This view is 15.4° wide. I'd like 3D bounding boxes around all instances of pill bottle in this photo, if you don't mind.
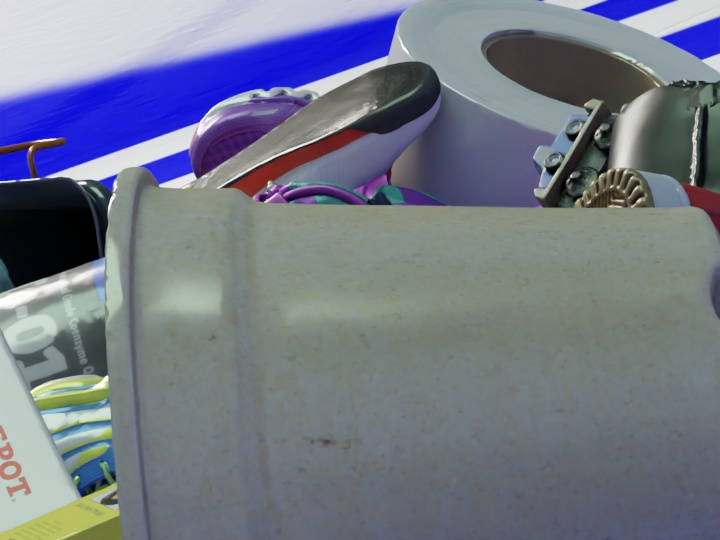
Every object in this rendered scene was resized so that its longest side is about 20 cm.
[{"bbox_3d":[-0.128,0.053,1.315,0.199,0.114,0.114,-19,9,-1],"label":"pill bottle"}]

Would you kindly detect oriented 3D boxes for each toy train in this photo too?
[{"bbox_3d":[0.068,0.004,1.182,0.046,0.034,0.200,12,60,45],"label":"toy train"}]

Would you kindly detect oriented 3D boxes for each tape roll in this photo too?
[{"bbox_3d":[0.107,-0.076,1.421,0.202,0.071,0.203,12,25,-6],"label":"tape roll"}]

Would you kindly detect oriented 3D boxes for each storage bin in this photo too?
[{"bbox_3d":[-0.151,-0.005,1.521,0.134,0.146,0.200,-11,5,-41],"label":"storage bin"}]

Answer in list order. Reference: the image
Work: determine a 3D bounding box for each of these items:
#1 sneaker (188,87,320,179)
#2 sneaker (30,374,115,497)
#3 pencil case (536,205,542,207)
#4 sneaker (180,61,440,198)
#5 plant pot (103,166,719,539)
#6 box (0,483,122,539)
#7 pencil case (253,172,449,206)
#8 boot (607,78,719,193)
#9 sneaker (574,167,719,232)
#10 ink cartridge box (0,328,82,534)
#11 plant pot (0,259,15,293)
[{"bbox_3d":[0.000,-0.030,1.443,0.089,0.200,0.081,-80,16,-61],"label":"sneaker"},{"bbox_3d":[-0.093,0.081,1.207,0.199,0.076,0.105,-20,10,-13],"label":"sneaker"},{"bbox_3d":[0.146,-0.009,1.230,0.199,0.089,0.088,-17,9,10],"label":"pencil case"},{"bbox_3d":[-0.018,-0.021,1.380,0.201,0.108,0.067,-30,20,22],"label":"sneaker"},{"bbox_3d":[0.027,0.057,0.833,0.183,0.201,0.200,-6,10,3],"label":"plant pot"},{"bbox_3d":[-0.086,0.119,0.979,0.200,0.075,0.050,-21,12,-22],"label":"box"},{"bbox_3d":[0.000,0.000,1.223,0.085,0.093,0.200,-27,-5,11],"label":"pencil case"},{"bbox_3d":[0.108,-0.004,1.122,0.200,0.077,0.168,-12,34,18],"label":"boot"},{"bbox_3d":[0.102,0.045,0.977,0.112,0.071,0.200,8,-42,-25],"label":"sneaker"},{"bbox_3d":[-0.212,0.112,1.060,0.199,0.084,0.145,-21,41,-12],"label":"ink cartridge box"},{"bbox_3d":[-0.284,0.034,1.419,0.200,0.141,0.141,-28,-22,-7],"label":"plant pot"}]
